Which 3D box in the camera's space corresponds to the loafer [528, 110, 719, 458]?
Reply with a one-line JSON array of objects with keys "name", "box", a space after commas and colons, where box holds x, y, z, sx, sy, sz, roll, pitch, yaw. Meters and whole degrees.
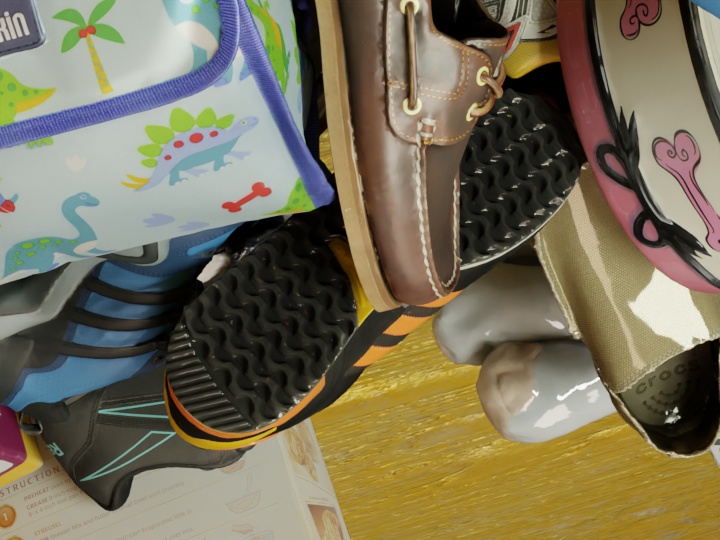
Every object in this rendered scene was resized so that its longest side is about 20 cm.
[{"name": "loafer", "box": [0.122, 0.007, 1.158, 0.076, 0.067, 0.200, -30, 135, 2]}]

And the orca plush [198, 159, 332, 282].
[{"name": "orca plush", "box": [-0.103, -0.020, 1.197, 0.200, 0.071, 0.105, -26, -174, -13]}]

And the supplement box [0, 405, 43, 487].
[{"name": "supplement box", "box": [-0.252, 0.052, 1.183, 0.131, 0.103, 0.200, -25, 159, 16]}]

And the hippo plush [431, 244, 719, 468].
[{"name": "hippo plush", "box": [0.121, -0.004, 1.273, 0.159, 0.200, 0.161, -36, 156, -18]}]

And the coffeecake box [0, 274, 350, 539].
[{"name": "coffeecake box", "box": [-0.102, 0.093, 1.276, 0.153, 0.200, 0.073, -23, 159, 11]}]

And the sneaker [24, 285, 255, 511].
[{"name": "sneaker", "box": [-0.055, 0.040, 1.205, 0.200, 0.079, 0.075, -25, -177, 17]}]

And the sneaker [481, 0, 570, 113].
[{"name": "sneaker", "box": [0.046, -0.075, 1.158, 0.078, 0.082, 0.200, -14, 159, -14]}]

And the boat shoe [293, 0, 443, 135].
[{"name": "boat shoe", "box": [-0.001, -0.117, 1.050, 0.200, 0.072, 0.068, -44, 179, 33]}]

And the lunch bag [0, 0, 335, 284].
[{"name": "lunch bag", "box": [-0.115, -0.091, 0.933, 0.170, 0.128, 0.200, -14, 143, 8]}]

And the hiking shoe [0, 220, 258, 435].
[{"name": "hiking shoe", "box": [-0.090, -0.006, 1.077, 0.200, 0.074, 0.087, -29, 133, 30]}]

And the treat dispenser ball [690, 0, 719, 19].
[{"name": "treat dispenser ball", "box": [0.167, -0.168, 0.869, 0.201, 0.201, 0.201, -17, 159, -7]}]

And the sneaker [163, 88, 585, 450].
[{"name": "sneaker", "box": [0.000, 0.000, 1.075, 0.200, 0.070, 0.090, -38, 173, -18]}]

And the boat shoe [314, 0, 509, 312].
[{"name": "boat shoe", "box": [0.019, -0.081, 0.976, 0.070, 0.200, 0.070, -6, -160, 10]}]

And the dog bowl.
[{"name": "dog bowl", "box": [0.153, -0.079, 1.102, 0.074, 0.200, 0.200, -16, 163, 32]}]
